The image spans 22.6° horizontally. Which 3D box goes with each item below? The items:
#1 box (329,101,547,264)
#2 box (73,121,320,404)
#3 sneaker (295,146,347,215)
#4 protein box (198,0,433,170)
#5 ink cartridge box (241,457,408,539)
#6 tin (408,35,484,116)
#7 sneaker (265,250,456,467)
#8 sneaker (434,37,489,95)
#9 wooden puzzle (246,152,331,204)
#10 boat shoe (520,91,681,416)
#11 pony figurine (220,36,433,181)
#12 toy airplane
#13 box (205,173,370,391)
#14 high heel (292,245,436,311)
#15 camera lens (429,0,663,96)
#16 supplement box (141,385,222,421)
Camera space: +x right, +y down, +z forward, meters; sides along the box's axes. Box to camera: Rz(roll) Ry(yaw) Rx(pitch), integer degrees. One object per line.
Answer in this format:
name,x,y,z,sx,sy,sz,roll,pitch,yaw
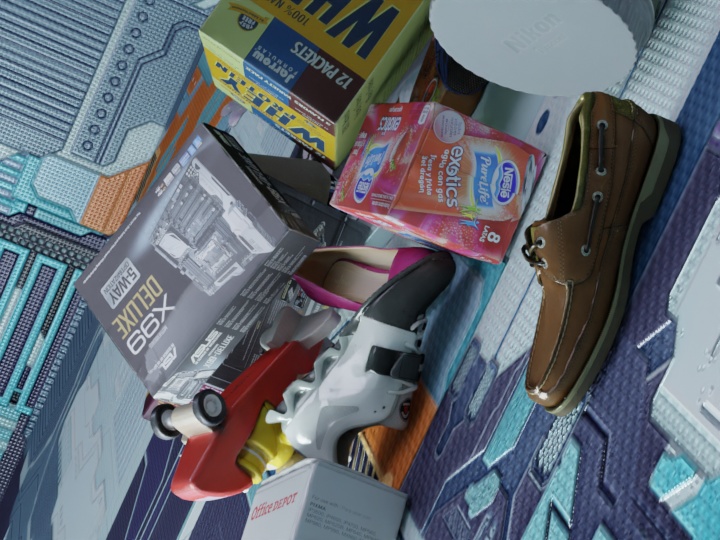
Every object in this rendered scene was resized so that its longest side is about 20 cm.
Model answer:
box,0.056,-0.071,1.413,0.096,0.100,0.200,-68,15,-1
box,-0.148,-0.005,1.605,0.200,0.050,0.158,-50,54,15
sneaker,-0.027,-0.113,1.863,0.112,0.073,0.200,-122,47,-69
protein box,-0.018,-0.218,1.509,0.200,0.135,0.199,-55,-4,-7
ink cartridge box,-0.049,0.253,1.344,0.146,0.085,0.200,145,143,-65
tin,0.096,-0.208,1.603,0.112,0.042,0.200,-169,101,-80
sneaker,0.022,0.075,1.403,0.200,0.089,0.074,-50,-18,15
sneaker,0.117,-0.212,1.464,0.079,0.075,0.200,-86,21,-43
wooden puzzle,-0.102,-0.010,1.729,0.046,0.185,0.200,13,97,43
boat shoe,0.131,-0.012,1.116,0.072,0.068,0.200,-13,57,71
pony figurine,-0.005,-0.161,1.687,0.193,0.166,0.200,-7,-52,-56
toy airplane,-0.071,0.125,1.553,0.199,0.141,0.200,-32,11,1
box,-0.087,0.022,1.690,0.048,0.158,0.200,19,86,41
high heel,0.000,0.000,1.519,0.067,0.096,0.200,-69,14,-6
camera lens,0.140,-0.242,1.244,0.160,0.160,0.200,-40,31,61
supplement box,-0.163,0.085,2.010,0.200,0.086,0.110,-54,20,43
